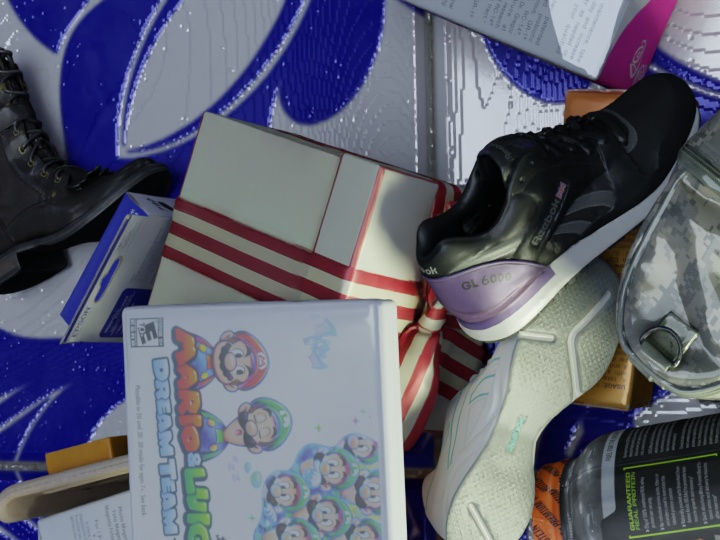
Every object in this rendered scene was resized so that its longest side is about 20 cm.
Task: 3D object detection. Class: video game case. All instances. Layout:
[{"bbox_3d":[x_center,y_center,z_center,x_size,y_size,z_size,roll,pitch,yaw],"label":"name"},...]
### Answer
[{"bbox_3d":[-0.059,0.119,0.921,0.181,0.024,0.202,-2,90,28],"label":"video game case"}]

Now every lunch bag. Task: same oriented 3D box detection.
[{"bbox_3d":[0.230,0.002,0.908,0.168,0.200,0.139,-47,73,10],"label":"lunch bag"}]

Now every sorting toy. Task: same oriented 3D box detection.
[{"bbox_3d":[-0.124,0.121,1.070,0.199,0.185,0.037,-21,80,21],"label":"sorting toy"}]

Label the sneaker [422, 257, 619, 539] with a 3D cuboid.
[{"bbox_3d":[0.091,0.076,0.970,0.201,0.070,0.080,-61,24,0],"label":"sneaker"}]

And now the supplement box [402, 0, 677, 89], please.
[{"bbox_3d":[0.101,-0.200,1.025,0.199,0.101,0.104,26,99,24],"label":"supplement box"}]

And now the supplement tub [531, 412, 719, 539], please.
[{"bbox_3d":[0.212,0.150,0.951,0.199,0.122,0.124,-12,83,24],"label":"supplement tub"}]

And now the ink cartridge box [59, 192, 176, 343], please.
[{"bbox_3d":[-0.139,0.001,1.075,0.039,0.200,0.100,34,101,21],"label":"ink cartridge box"}]

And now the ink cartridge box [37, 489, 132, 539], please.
[{"bbox_3d":[-0.096,0.158,1.070,0.199,0.162,0.058,-16,82,24],"label":"ink cartridge box"}]

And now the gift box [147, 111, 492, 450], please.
[{"bbox_3d":[0.000,0.000,1.026,0.186,0.199,0.186,22,102,39],"label":"gift box"}]

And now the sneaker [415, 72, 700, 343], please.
[{"bbox_3d":[0.116,-0.054,0.915,0.200,0.088,0.076,-47,36,-7],"label":"sneaker"}]

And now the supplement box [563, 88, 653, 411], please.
[{"bbox_3d":[0.161,-0.013,1.011,0.068,0.066,0.202,3,89,25],"label":"supplement box"}]

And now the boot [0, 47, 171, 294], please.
[{"bbox_3d":[-0.252,-0.093,1.203,0.199,0.069,0.175,-28,78,24],"label":"boot"}]
